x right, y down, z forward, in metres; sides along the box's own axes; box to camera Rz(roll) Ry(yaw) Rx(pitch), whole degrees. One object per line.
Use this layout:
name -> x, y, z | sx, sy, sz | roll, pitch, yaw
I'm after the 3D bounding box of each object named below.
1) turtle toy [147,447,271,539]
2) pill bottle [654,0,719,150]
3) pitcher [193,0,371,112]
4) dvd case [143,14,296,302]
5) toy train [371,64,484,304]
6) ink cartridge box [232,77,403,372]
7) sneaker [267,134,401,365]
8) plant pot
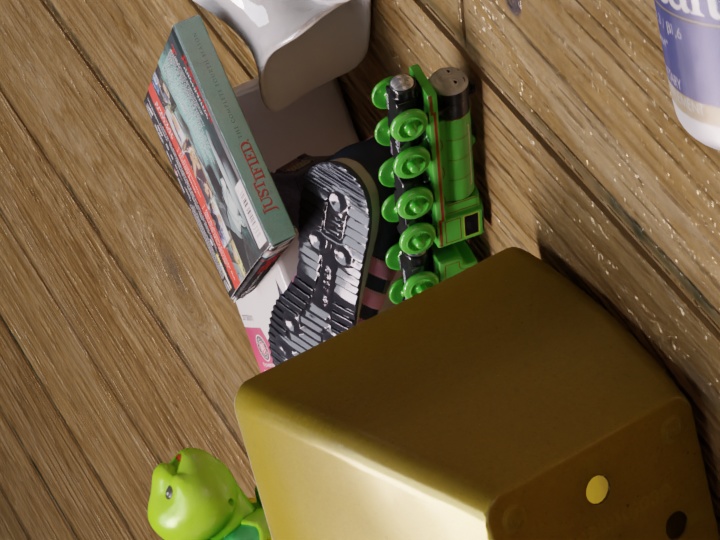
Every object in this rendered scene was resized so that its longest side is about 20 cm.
turtle toy -> -0.084, 0.216, 2.039 | 0.146, 0.101, 0.201 | 15, 125, 70
pill bottle -> 0.153, -0.151, 1.039 | 0.111, 0.111, 0.201 | 40, 147, 59
pitcher -> -0.067, -0.215, 1.679 | 0.200, 0.121, 0.172 | 55, 154, 10
dvd case -> -0.089, -0.065, 1.759 | 0.200, 0.022, 0.146 | 129, 117, -77
toy train -> 0.042, -0.039, 1.636 | 0.200, 0.056, 0.042 | 85, 162, -46
ink cartridge box -> -0.041, -0.029, 1.867 | 0.201, 0.084, 0.145 | 70, 163, -5
sneaker -> 0.000, 0.000, 1.735 | 0.070, 0.082, 0.200 | 39, 138, 20
plant pot -> 0.081, 0.128, 1.510 | 0.176, 0.200, 0.201 | 19, 129, 55
